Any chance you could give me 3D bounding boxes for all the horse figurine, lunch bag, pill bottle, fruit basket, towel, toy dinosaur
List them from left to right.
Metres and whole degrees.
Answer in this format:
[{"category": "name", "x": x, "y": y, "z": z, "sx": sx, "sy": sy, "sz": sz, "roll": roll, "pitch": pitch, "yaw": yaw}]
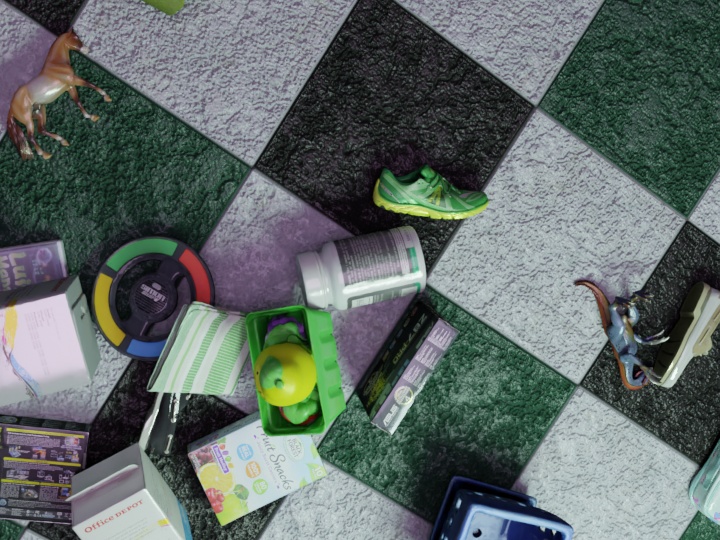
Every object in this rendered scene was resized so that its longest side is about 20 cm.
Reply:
[{"category": "horse figurine", "x": -0.475, "y": -0.260, "z": 1.438, "sx": 0.200, "sy": 0.050, "sz": 0.133, "roll": -42, "pitch": 91, "yaw": 5}, {"category": "towel", "x": -0.239, "y": 0.129, "z": 1.494, "sx": 0.023, "sy": 0.199, "sz": 0.154, "roll": 28, "pitch": 95, "yaw": 30}, {"category": "fruit basket", "x": -0.118, "y": 0.160, "z": 1.460, "sx": 0.154, "sy": 0.215, "sz": 0.218, "roll": -10, "pitch": 105, "yaw": 35}, {"category": "pill bottle", "x": 0.000, "y": 0.000, "z": 1.536, "sx": 0.198, "sy": 0.113, "sz": 0.115, "roll": -12, "pitch": 101, "yaw": -8}, {"category": "toy dinosaur", "x": 0.475, "y": 0.122, "z": 1.677, "sx": 0.104, "sy": 0.199, "sz": 0.183, "roll": -26, "pitch": 133, "yaw": -39}, {"category": "lunch bag", "x": 0.715, "y": 0.384, "z": 1.744, "sx": 0.159, "sy": 0.077, "sz": 0.201, "roll": 30, "pitch": 93, "yaw": -12}]

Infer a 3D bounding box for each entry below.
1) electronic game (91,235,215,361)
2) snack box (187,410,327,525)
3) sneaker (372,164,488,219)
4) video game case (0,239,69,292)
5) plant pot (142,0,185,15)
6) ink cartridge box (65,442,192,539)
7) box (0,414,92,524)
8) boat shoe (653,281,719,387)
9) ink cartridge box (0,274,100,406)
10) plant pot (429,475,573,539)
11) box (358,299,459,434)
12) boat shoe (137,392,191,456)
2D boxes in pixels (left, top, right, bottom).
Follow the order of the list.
[{"category": "electronic game", "x": -0.330, "y": 0.044, "z": 1.494, "sx": 0.197, "sy": 0.042, "sz": 0.203, "roll": 0, "pitch": 81, "yaw": 2}, {"category": "snack box", "x": -0.175, "y": 0.320, "z": 1.588, "sx": 0.198, "sy": 0.053, "sz": 0.144, "roll": -24, "pitch": 103, "yaw": -6}, {"category": "sneaker", "x": 0.121, "y": -0.131, "z": 1.556, "sx": 0.197, "sy": 0.074, "sz": 0.085, "roll": 5, "pitch": 102, "yaw": -10}, {"category": "video game case", "x": -0.549, "y": 0.062, "z": 1.496, "sx": 0.180, "sy": 0.023, "sz": 0.203, "roll": -9, "pitch": 101, "yaw": -9}, {"category": "plant pot", "x": -0.322, "y": -0.482, "z": 1.378, "sx": 0.189, "sy": 0.200, "sz": 0.201, "roll": 34, "pitch": 92, "yaw": -27}, {"category": "ink cartridge box", "x": -0.370, "y": 0.389, "z": 1.502, "sx": 0.128, "sy": 0.125, "sz": 0.201, "roll": -27, "pitch": 121, "yaw": -5}, {"category": "box", "x": -0.548, "y": 0.322, "z": 1.528, "sx": 0.197, "sy": 0.044, "sz": 0.162, "roll": 7, "pitch": 97, "yaw": -12}, {"category": "boat shoe", "x": 0.595, "y": 0.125, "z": 1.681, "sx": 0.068, "sy": 0.075, "sz": 0.202, "roll": 26, "pitch": 93, "yaw": -7}, {"category": "ink cartridge box", "x": -0.515, "y": 0.109, "z": 1.424, "sx": 0.198, "sy": 0.147, "sz": 0.148, "roll": -14, "pitch": 102, "yaw": -7}, {"category": "plant pot", "x": 0.222, "y": 0.476, "z": 1.620, "sx": 0.198, "sy": 0.180, "sz": 0.202, "roll": 17, "pitch": 97, "yaw": -12}, {"category": "box", "x": 0.076, "y": 0.156, "z": 1.551, "sx": 0.049, "sy": 0.161, "sz": 0.201, "roll": 32, "pitch": 93, "yaw": -13}, {"category": "boat shoe", "x": -0.309, "y": 0.211, "z": 1.537, "sx": 0.060, "sy": 0.074, "sz": 0.202, "roll": 18, "pitch": 98, "yaw": -13}]
